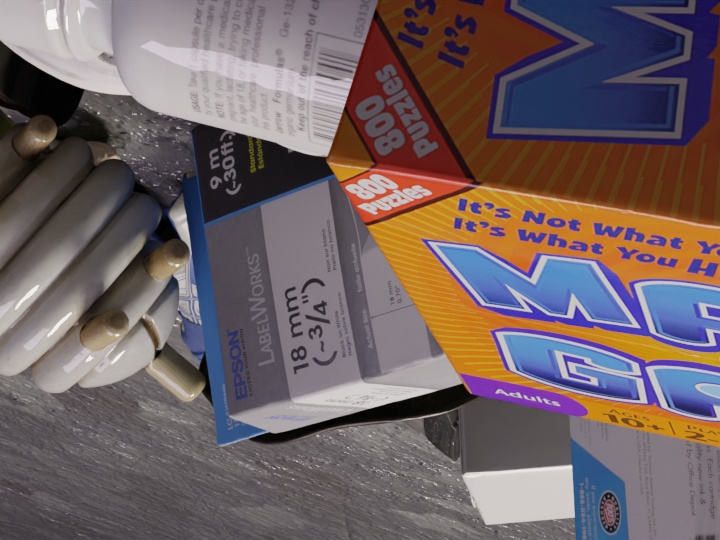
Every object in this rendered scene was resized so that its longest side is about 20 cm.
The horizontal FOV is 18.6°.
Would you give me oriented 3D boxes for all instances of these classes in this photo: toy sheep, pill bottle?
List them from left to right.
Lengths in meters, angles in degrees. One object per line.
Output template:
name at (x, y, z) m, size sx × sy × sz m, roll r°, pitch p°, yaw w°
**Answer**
toy sheep at (-0.155, -0.004, 1.104) m, size 0.200 × 0.138 × 0.138 m, roll 47°, pitch 157°, yaw -7°
pill bottle at (-0.038, -0.110, 0.855) m, size 0.200 × 0.115 × 0.114 m, roll 15°, pitch 163°, yaw 10°

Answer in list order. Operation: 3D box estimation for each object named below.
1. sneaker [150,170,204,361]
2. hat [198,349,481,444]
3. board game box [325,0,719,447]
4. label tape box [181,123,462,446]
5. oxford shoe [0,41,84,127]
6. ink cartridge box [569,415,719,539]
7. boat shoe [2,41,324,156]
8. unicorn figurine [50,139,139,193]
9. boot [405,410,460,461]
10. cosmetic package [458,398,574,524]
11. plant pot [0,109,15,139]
sneaker at (-0.089, -0.008, 1.315) m, size 0.088 × 0.075 × 0.200 m, roll 27°, pitch 153°, yaw -4°
hat at (0.000, 0.000, 1.125) m, size 0.200 × 0.201 × 0.081 m, roll 5°, pitch 129°, yaw 36°
board game box at (0.133, -0.064, 0.675) m, size 0.200 × 0.200 × 0.200 m, roll 11°, pitch 162°, yaw 19°
label tape box at (-0.027, -0.005, 1.029) m, size 0.200 × 0.144 × 0.063 m, roll -19°, pitch 164°, yaw 38°
oxford shoe at (-0.195, -0.124, 1.048) m, size 0.071 × 0.071 × 0.200 m, roll 17°, pitch 165°, yaw 16°
ink cartridge box at (0.178, 0.070, 0.955) m, size 0.067 × 0.116 × 0.200 m, roll 3°, pitch 172°, yaw -34°
boat shoe at (-0.083, -0.113, 0.958) m, size 0.200 × 0.071 × 0.069 m, roll 18°, pitch 161°, yaw 18°
unicorn figurine at (-0.176, -0.041, 1.301) m, size 0.137 × 0.074 × 0.200 m, roll -3°, pitch 169°, yaw 28°
boot at (0.019, 0.026, 1.294) m, size 0.132 × 0.070 × 0.200 m, roll 34°, pitch 147°, yaw 19°
cosmetic package at (0.157, 0.082, 1.204) m, size 0.200 × 0.085 × 0.108 m, roll -4°, pitch 159°, yaw 7°
plant pot at (-0.312, -0.032, 1.167) m, size 0.187 × 0.200 × 0.187 m, roll 27°, pitch 170°, yaw 5°
